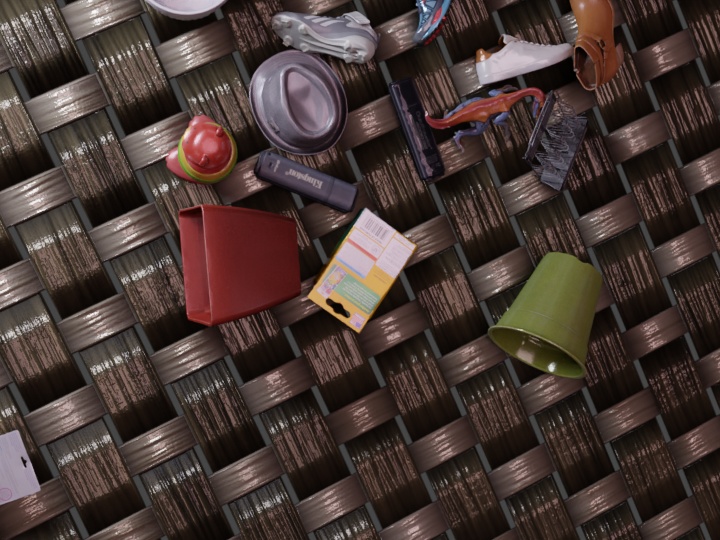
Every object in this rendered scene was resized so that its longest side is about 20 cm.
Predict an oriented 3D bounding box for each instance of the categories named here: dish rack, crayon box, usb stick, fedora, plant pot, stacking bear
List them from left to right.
[{"bbox_3d":[-0.268,-0.209,1.586,0.113,0.200,0.122,35,85,-10],"label":"stacking bear"},{"bbox_3d":[-0.210,-0.016,1.617,0.175,0.199,0.202,-5,93,-22],"label":"plant pot"},{"bbox_3d":[-0.107,-0.311,1.669,0.176,0.090,0.202,-24,96,-10],"label":"fedora"},{"bbox_3d":[-0.099,-0.164,1.698,0.198,0.033,0.056,21,89,-11],"label":"usb stick"},{"bbox_3d":[0.000,0.000,1.721,0.125,0.052,0.201,35,85,-10],"label":"crayon box"},{"bbox_3d":[0.108,-0.270,1.743,0.055,0.033,0.202,-22,96,-16],"label":"usb stick"},{"bbox_3d":[0.367,-0.246,1.723,0.054,0.200,0.155,20,88,24],"label":"dish rack"},{"bbox_3d":[0.371,0.074,1.741,0.199,0.200,0.191,30,75,-10],"label":"plant pot"}]

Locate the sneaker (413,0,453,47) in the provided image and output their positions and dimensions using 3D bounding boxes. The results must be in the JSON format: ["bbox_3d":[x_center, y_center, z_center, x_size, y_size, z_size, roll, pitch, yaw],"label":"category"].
[{"bbox_3d":[0.128,-0.519,1.726,0.095,0.079,0.202,22,79,-1],"label":"sneaker"}]

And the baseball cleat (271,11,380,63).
[{"bbox_3d":[-0.062,-0.445,1.695,0.198,0.070,0.107,22,55,1],"label":"baseball cleat"}]

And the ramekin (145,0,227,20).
[{"bbox_3d":[-0.312,-0.540,1.615,0.198,0.105,0.202,0,92,-12],"label":"ramekin"}]

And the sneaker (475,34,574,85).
[{"bbox_3d":[0.316,-0.422,1.757,0.198,0.073,0.085,-17,97,-9],"label":"sneaker"}]

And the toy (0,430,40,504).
[{"bbox_3d":[-0.673,0.361,1.604,0.198,0.047,0.116,-19,99,-6],"label":"toy"}]

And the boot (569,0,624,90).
[{"bbox_3d":[0.435,-0.450,1.743,0.155,0.073,0.201,-41,104,-45],"label":"boot"}]

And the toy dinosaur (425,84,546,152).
[{"bbox_3d":[0.251,-0.291,1.708,0.180,0.199,0.106,-23,89,33],"label":"toy dinosaur"}]
